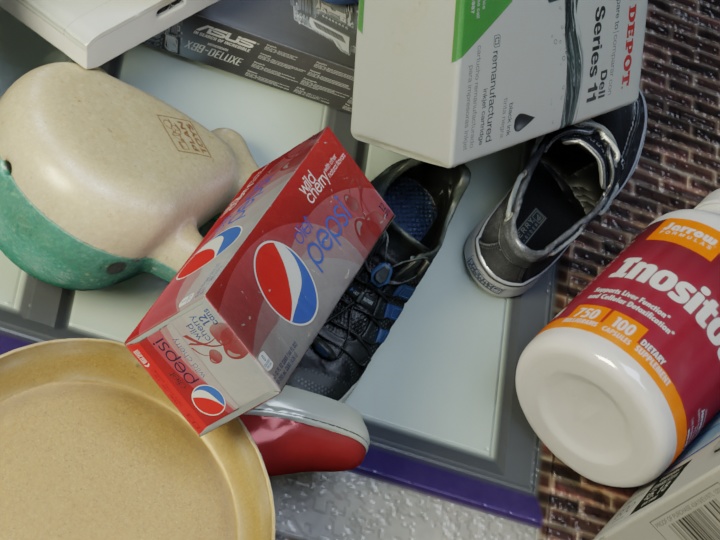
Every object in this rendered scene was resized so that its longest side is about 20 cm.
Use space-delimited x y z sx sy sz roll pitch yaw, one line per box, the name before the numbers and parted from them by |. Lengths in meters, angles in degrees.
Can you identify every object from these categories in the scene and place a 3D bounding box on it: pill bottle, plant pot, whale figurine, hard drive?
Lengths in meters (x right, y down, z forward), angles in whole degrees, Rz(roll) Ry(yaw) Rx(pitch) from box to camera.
pill bottle | 0.194 0.034 1.435 0.113 0.113 0.200 47 54 2
plant pot | -0.144 0.133 1.208 0.199 0.028 0.201 5 65 -11
whale figurine | -0.137 -0.045 1.334 0.200 0.104 0.159 1 49 -52
hard drive | -0.180 -0.202 1.369 0.200 0.026 0.132 37 51 26

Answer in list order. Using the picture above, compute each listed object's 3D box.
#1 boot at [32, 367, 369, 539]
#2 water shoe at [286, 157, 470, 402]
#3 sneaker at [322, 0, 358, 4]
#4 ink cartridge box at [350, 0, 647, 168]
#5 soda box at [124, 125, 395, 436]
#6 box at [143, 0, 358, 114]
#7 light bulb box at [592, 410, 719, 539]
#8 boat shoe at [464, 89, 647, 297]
boot | -0.090 0.135 1.272 0.199 0.072 0.145 4 64 -16
water shoe | 0.000 0.000 1.376 0.071 0.079 0.200 33 56 -7
sneaker | 0.042 -0.234 1.454 0.200 0.078 0.070 -33 83 -36
ink cartridge box | 0.091 -0.160 1.413 0.083 0.147 0.200 20 28 36
soda box | -0.052 0.002 1.264 0.070 0.063 0.200 52 33 -13
box | -0.049 -0.195 1.466 0.199 0.050 0.158 18 58 -18
light bulb box | 0.277 0.121 1.380 0.125 0.198 0.200 47 54 0
boat shoe | 0.138 -0.067 1.484 0.072 0.068 0.200 43 55 -1
